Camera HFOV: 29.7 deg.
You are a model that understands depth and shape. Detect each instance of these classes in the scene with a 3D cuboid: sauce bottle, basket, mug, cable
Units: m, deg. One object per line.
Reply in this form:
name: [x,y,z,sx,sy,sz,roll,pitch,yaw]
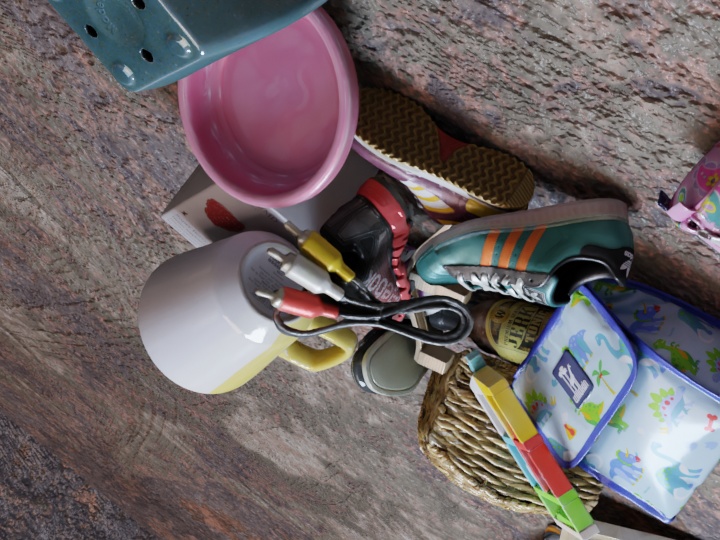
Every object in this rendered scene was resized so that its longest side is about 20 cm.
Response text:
sauce bottle: [0.163,0.065,1.405,0.200,0.065,0.065,13,148,34]
basket: [0.161,0.183,1.460,0.200,0.143,0.149,23,171,-5]
mug: [-0.104,0.030,1.338,0.153,0.186,0.150,-29,72,53]
cable: [0.001,0.036,1.221,0.200,0.097,0.050,24,180,-4]

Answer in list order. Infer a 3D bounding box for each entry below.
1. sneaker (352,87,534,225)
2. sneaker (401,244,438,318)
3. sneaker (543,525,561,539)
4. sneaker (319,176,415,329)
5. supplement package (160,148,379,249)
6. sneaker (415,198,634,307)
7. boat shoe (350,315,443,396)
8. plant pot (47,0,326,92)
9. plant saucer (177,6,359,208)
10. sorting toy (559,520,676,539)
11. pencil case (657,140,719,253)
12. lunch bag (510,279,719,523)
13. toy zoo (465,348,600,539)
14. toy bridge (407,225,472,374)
sneaker: [0.059,-0.090,1.247,0.200,0.075,0.090,31,149,9]
sneaker: [0.021,-0.012,1.436,0.200,0.073,0.114,1,136,49]
sneaker: [0.265,0.414,1.883,0.078,0.077,0.200,34,153,5]
sneaker: [0.000,0.000,1.305,0.071,0.098,0.201,44,157,29]
supplement package: [-0.097,-0.081,1.393,0.121,0.120,0.200,41,154,-15]
sneaker: [0.142,-0.004,1.198,0.200,0.080,0.071,-13,156,23]
boat shoe: [0.029,0.090,1.427,0.068,0.200,0.072,-8,98,22]
plant pot: [-0.128,-0.247,1.017,0.196,0.200,0.196,-12,124,52]
plant saucer: [-0.077,-0.158,1.220,0.200,0.051,0.201,8,104,35]
sorting toy: [0.341,0.401,1.714,0.198,0.070,0.200,12,148,11]
pencil case: [0.330,-0.015,1.045,0.200,0.087,0.087,37,155,-7]
lunch bag: [0.253,0.110,1.265,0.200,0.127,0.170,34,130,10]
toy zoo: [0.159,0.166,1.320,0.200,0.020,0.131,58,176,1]
toy bridge: [0.078,0.014,1.353,0.067,0.027,0.200,24,125,16]
